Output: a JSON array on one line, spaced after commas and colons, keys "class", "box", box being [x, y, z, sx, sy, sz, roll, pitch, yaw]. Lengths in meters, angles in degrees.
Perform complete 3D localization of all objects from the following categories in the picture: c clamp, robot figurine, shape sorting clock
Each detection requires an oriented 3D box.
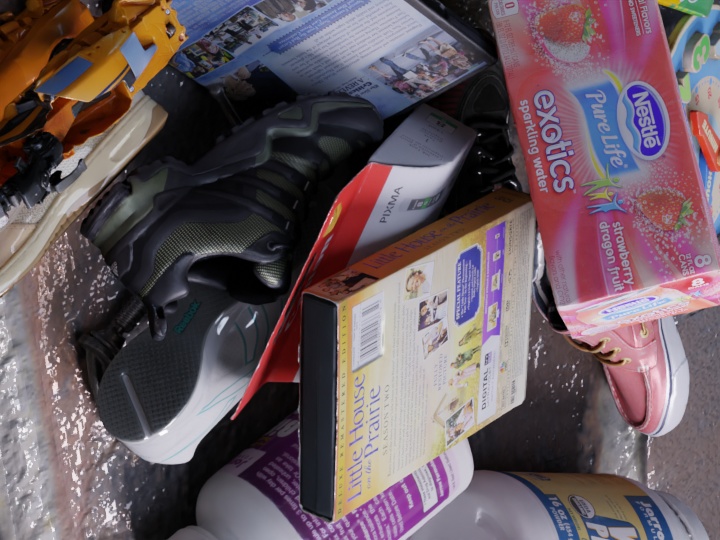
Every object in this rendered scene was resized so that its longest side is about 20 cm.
[{"class": "c clamp", "box": [-0.105, 0.010, 1.434, 0.200, 0.027, 0.171, -56, 138, -11]}, {"class": "robot figurine", "box": [-0.192, -0.084, 1.238, 0.200, 0.145, 0.058, -46, 128, -31]}, {"class": "shape sorting clock", "box": [0.228, -0.076, 1.558, 0.200, 0.039, 0.200, -22, 116, -54]}]

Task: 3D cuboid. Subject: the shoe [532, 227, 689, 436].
[{"class": "shoe", "box": [0.172, 0.039, 1.669, 0.091, 0.071, 0.200, -25, 118, -31]}]

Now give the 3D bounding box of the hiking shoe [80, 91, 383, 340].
[{"class": "hiking shoe", "box": [-0.061, -0.031, 1.357, 0.200, 0.076, 0.101, -27, 85, -27]}]

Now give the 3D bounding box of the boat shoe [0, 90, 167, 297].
[{"class": "boat shoe", "box": [-0.195, -0.036, 1.308, 0.065, 0.072, 0.200, 44, 79, -6]}]

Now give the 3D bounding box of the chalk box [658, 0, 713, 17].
[{"class": "chalk box", "box": [0.165, -0.241, 1.500, 0.200, 0.124, 0.124, 12, 99, -43]}]

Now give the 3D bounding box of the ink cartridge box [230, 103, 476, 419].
[{"class": "ink cartridge box", "box": [0.000, 0.000, 1.410, 0.161, 0.050, 0.200, -65, 176, 24]}]

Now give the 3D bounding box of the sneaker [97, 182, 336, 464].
[{"class": "sneaker", "box": [-0.082, 0.029, 1.407, 0.200, 0.070, 0.080, -53, 155, -13]}]

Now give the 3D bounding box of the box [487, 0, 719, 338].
[{"class": "box", "box": [0.149, -0.072, 1.405, 0.095, 0.102, 0.200, 50, 28, -74]}]

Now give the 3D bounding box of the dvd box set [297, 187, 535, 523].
[{"class": "dvd box set", "box": [0.036, 0.048, 1.411, 0.200, 0.029, 0.147, -28, 128, -46]}]

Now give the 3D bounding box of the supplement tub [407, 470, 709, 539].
[{"class": "supplement tub", "box": [0.141, 0.214, 1.657, 0.200, 0.145, 0.145, 5, 104, -43]}]

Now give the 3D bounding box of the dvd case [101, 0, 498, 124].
[{"class": "dvd case", "box": [-0.032, -0.139, 1.372, 0.200, 0.143, 0.018, 32, 41, -45]}]

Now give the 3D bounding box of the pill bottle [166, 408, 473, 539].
[{"class": "pill bottle", "box": [-0.033, 0.152, 1.496, 0.200, 0.112, 0.112, -37, 129, -25]}]

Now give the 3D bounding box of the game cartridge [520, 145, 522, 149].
[{"class": "game cartridge", "box": [0.180, -0.070, 1.576, 0.200, 0.041, 0.133, 42, 52, -42]}]

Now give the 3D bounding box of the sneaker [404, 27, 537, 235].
[{"class": "sneaker", "box": [0.074, -0.055, 1.516, 0.071, 0.098, 0.201, -5, 110, -39]}]
